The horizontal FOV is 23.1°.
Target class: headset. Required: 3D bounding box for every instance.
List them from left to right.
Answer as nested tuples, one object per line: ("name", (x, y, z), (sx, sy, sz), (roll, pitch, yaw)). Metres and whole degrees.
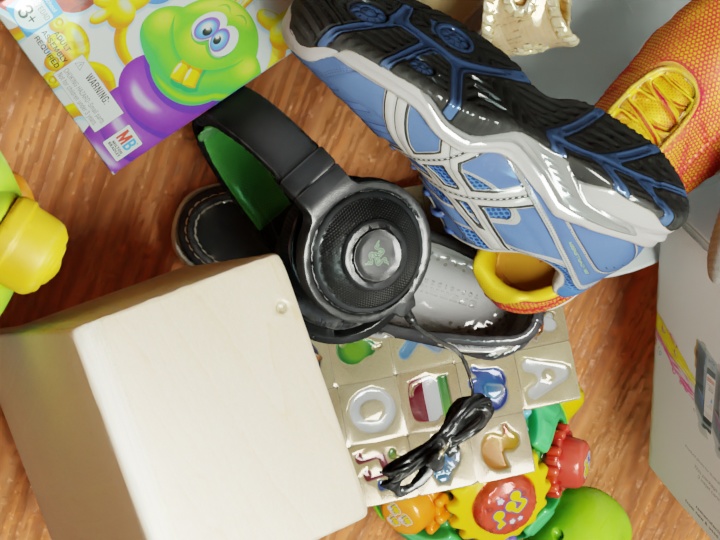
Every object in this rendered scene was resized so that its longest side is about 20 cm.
("headset", (-0.015, 0.005, 0.826), (0.094, 0.124, 0.200), (-42, 88, -13))

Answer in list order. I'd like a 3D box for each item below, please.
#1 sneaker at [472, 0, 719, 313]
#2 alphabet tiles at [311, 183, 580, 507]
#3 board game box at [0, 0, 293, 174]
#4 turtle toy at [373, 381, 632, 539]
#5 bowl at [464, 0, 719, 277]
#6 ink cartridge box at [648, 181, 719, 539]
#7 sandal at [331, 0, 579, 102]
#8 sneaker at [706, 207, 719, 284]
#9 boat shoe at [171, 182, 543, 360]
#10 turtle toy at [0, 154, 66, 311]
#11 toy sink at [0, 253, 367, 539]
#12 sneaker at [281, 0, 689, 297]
("sneaker", (0.134, -0.055, 0.855), (0.200, 0.073, 0.077), (-53, 169, 7))
("alphabet tiles", (0.016, 0.040, 0.954), (0.199, 0.006, 0.167), (-11, 87, -9))
("board game box", (-0.069, -0.155, 0.813), (0.200, 0.105, 0.103), (-35, 125, -2))
("turtle toy", (0.081, 0.122, 1.032), (0.200, 0.101, 0.146), (36, 99, -34))
("bowl", (0.121, -0.103, 0.933), (0.201, 0.090, 0.202), (-11, 121, -18))
("ink cartridge box", (0.255, 0.054, 0.950), (0.145, 0.145, 0.200), (-19, 132, -17))
("sandal", (0.082, -0.135, 0.800), (0.212, 0.070, 0.078), (-44, 158, 3))
("sneaker", (0.236, -0.055, 0.876), (0.200, 0.080, 0.071), (-47, 158, -37))
("boat shoe", (0.000, 0.000, 0.919), (0.200, 0.060, 0.074), (21, 84, -8))
("turtle toy", (-0.232, -0.001, 0.820), (0.146, 0.101, 0.200), (34, 102, -11))
("toy sink", (-0.095, 0.071, 0.864), (0.112, 0.200, 0.131), (-21, 95, -24))
("sneaker", (0.047, -0.053, 0.777), (0.200, 0.076, 0.077), (32, 124, -12))
